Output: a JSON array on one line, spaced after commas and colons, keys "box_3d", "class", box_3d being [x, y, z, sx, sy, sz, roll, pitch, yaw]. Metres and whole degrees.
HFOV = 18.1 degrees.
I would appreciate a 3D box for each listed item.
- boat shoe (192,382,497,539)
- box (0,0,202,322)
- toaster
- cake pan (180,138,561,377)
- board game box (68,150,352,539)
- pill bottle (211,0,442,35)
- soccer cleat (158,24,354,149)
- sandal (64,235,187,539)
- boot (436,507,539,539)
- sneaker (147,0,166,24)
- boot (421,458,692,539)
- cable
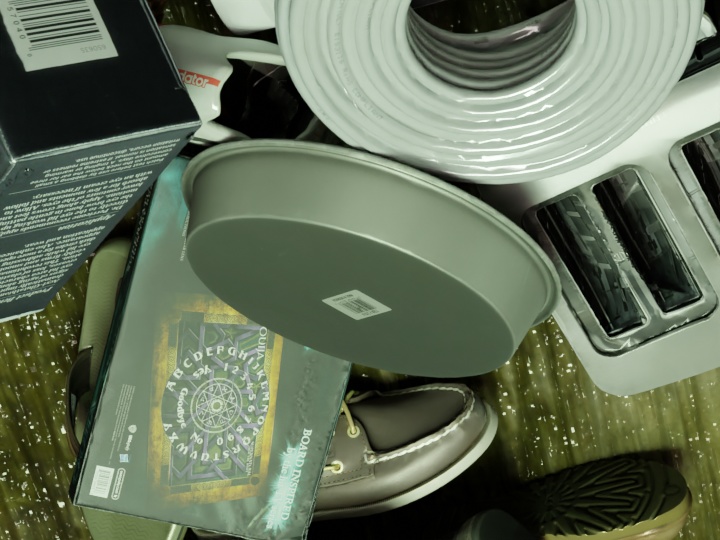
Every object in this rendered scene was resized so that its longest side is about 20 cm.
[{"box_3d": [-0.020, 0.103, 1.305, 0.199, 0.072, 0.060, -18, 123, 20], "class": "boat shoe"}, {"box_3d": [-0.184, -0.074, 1.067, 0.104, 0.148, 0.200, -15, 163, -37], "class": "box"}, {"box_3d": [0.166, -0.048, 1.171, 0.180, 0.119, 0.200, -23, 119, 17], "class": "toaster"}, {"box_3d": [0.000, 0.000, 1.129, 0.199, 0.037, 0.200, 16, 158, 6], "class": "cake pan"}, {"box_3d": [-0.070, 0.044, 1.237, 0.135, 0.028, 0.201, 13, 98, -16], "class": "board game box"}, {"box_3d": [0.022, -0.184, 1.090, 0.199, 0.116, 0.116, -15, 121, 12], "class": "pill bottle"}, {"box_3d": [-0.038, -0.080, 1.133, 0.200, 0.085, 0.069, 13, 93, -51], "class": "soccer cleat"}, {"box_3d": [-0.140, 0.079, 1.278, 0.079, 0.057, 0.202, 12, 115, 28], "class": "sandal"}, {"box_3d": [0.058, 0.232, 1.338, 0.174, 0.069, 0.200, -29, 103, 35], "class": "boot"}, {"box_3d": [-0.156, -0.108, 1.153, 0.090, 0.075, 0.200, 25, 137, 10], "class": "sneaker"}, {"box_3d": [0.147, 0.215, 1.376, 0.174, 0.066, 0.200, -13, 121, 25], "class": "boot"}, {"box_3d": [0.060, -0.127, 1.018, 0.199, 0.069, 0.200, 22, 129, -21], "class": "cable"}]
